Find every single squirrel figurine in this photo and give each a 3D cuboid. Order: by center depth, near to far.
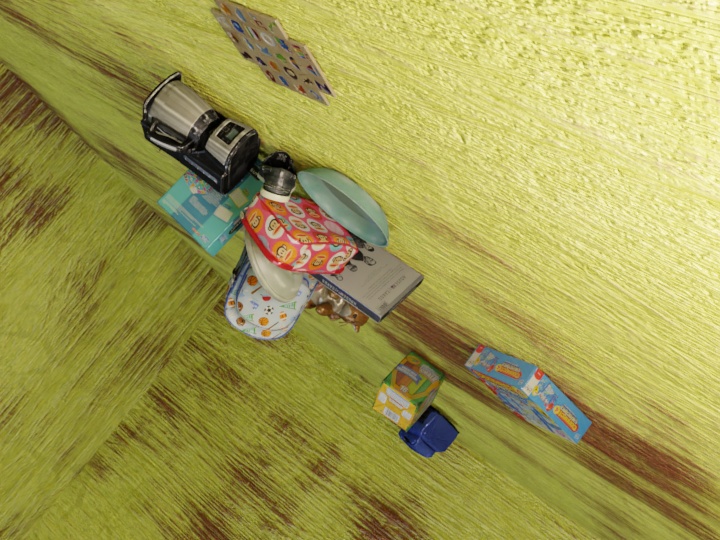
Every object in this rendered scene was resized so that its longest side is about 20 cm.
[{"bbox_3d":[-0.056,0.071,2.229,0.186,0.142,0.200,27,-178,5],"label":"squirrel figurine"}]

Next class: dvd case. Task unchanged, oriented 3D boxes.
[{"bbox_3d":[0.000,0.000,1.662,0.200,0.150,0.025,35,137,17],"label":"dvd case"}]

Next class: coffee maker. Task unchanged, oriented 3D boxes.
[{"bbox_3d":[-0.292,-0.247,1.644,0.200,0.135,0.192,36,175,6],"label":"coffee maker"}]

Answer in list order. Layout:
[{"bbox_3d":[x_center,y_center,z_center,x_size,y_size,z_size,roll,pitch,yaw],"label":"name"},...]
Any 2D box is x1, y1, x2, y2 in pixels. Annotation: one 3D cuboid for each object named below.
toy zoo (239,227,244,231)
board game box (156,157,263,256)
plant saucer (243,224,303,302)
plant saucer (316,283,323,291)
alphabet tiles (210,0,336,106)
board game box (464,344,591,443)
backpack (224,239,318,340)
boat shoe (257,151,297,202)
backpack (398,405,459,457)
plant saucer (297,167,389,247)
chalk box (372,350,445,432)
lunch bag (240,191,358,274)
[{"bbox_3d":[-0.242,-0.148,1.868,0.132,0.020,0.200,65,-167,2],"label":"toy zoo"},{"bbox_3d":[-0.273,-0.152,1.713,0.151,0.200,0.047,42,175,18],"label":"board game box"},{"bbox_3d":[-0.150,-0.041,1.673,0.050,0.201,0.200,-18,140,20],"label":"plant saucer"},{"bbox_3d":[-0.151,-0.039,1.995,0.200,0.051,0.201,27,-148,-18],"label":"plant saucer"},{"bbox_3d":[-0.119,-0.296,1.194,0.200,0.006,0.167,30,167,36],"label":"alphabet tiles"},{"bbox_3d":[0.337,0.248,1.788,0.196,0.056,0.200,43,168,-25],"label":"board game box"},{"bbox_3d":[-0.194,0.050,1.851,0.199,0.191,0.154,27,-160,-10],"label":"backpack"},{"bbox_3d":[-0.147,-0.181,1.583,0.074,0.066,0.200,16,-162,-5],"label":"boat shoe"},{"bbox_3d":[0.217,0.558,3.149,0.163,0.168,0.200,52,167,-29],"label":"backpack"},{"bbox_3d":[-0.021,-0.117,1.523,0.200,0.036,0.200,36,169,8],"label":"plant saucer"},{"bbox_3d":[0.145,0.321,2.440,0.124,0.200,0.124,33,135,15],"label":"chalk box"},{"bbox_3d":[-0.114,-0.077,1.583,0.200,0.082,0.176,6,-141,-52],"label":"lunch bag"}]
